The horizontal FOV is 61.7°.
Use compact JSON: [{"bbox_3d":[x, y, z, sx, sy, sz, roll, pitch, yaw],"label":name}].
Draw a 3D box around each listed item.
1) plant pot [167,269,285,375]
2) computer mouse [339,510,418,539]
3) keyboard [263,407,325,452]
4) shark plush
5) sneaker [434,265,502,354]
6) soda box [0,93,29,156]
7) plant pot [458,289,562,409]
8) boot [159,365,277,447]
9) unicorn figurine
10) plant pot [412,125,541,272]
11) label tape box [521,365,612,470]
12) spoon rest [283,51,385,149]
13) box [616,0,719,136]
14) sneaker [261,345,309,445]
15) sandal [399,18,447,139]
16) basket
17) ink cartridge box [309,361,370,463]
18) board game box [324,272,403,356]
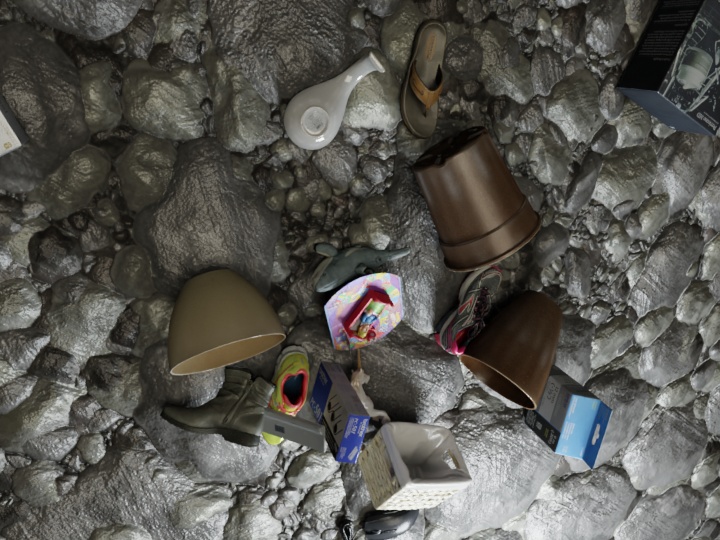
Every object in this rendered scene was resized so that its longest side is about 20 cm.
[{"bbox_3d":[-0.238,0.078,1.020,0.196,0.201,0.138,-15,77,-15],"label":"plant pot"},{"bbox_3d":[0.052,0.606,1.369,0.195,0.046,0.144,-10,110,-18],"label":"computer mouse"},{"bbox_3d":[-0.151,0.290,1.130,0.011,0.195,0.058,-42,136,-53],"label":"keyboard"},{"bbox_3d":[0.000,0.000,1.124,0.195,0.083,0.093,-4,109,-19],"label":"shark plush"},{"bbox_3d":[0.236,0.084,1.247,0.080,0.075,0.203,27,96,-26],"label":"sneaker"},{"bbox_3d":[-0.554,-0.257,0.839,0.067,0.064,0.203,-27,114,-9],"label":"soda box"},{"bbox_3d":[0.336,0.150,1.263,0.187,0.186,0.202,43,76,-27],"label":"plant pot"},{"bbox_3d":[-0.259,0.238,1.115,0.195,0.068,0.134,14,81,0],"label":"boot"},{"bbox_3d":[-0.006,0.287,1.224,0.137,0.074,0.201,38,89,-31],"label":"unicorn figurine"},{"bbox_3d":[0.200,-0.138,1.103,0.198,0.200,0.201,-33,108,-7],"label":"plant pot"},{"bbox_3d":[0.452,0.321,1.338,0.064,0.200,0.147,6,106,-19],"label":"label tape box"},{"bbox_3d":[-0.046,-0.292,1.032,0.199,0.061,0.099,-40,116,11],"label":"spoon rest"},{"bbox_3d":[0.662,-0.412,1.215,0.196,0.124,0.200,21,102,-25],"label":"box"},{"bbox_3d":[-0.145,0.251,1.150,0.076,0.090,0.205,10,106,-24],"label":"sneaker"},{"bbox_3d":[0.122,-0.339,1.071,0.080,0.055,0.205,6,105,-22],"label":"sandal"},{"bbox_3d":[0.108,0.408,1.242,0.197,0.137,0.124,15,127,-38],"label":"basket"},{"bbox_3d":[-0.043,0.261,1.130,0.043,0.200,0.096,12,104,-22],"label":"ink cartridge box"},{"bbox_3d":[0.018,0.093,1.141,0.155,0.039,0.203,-22,139,-12],"label":"board game box"}]
